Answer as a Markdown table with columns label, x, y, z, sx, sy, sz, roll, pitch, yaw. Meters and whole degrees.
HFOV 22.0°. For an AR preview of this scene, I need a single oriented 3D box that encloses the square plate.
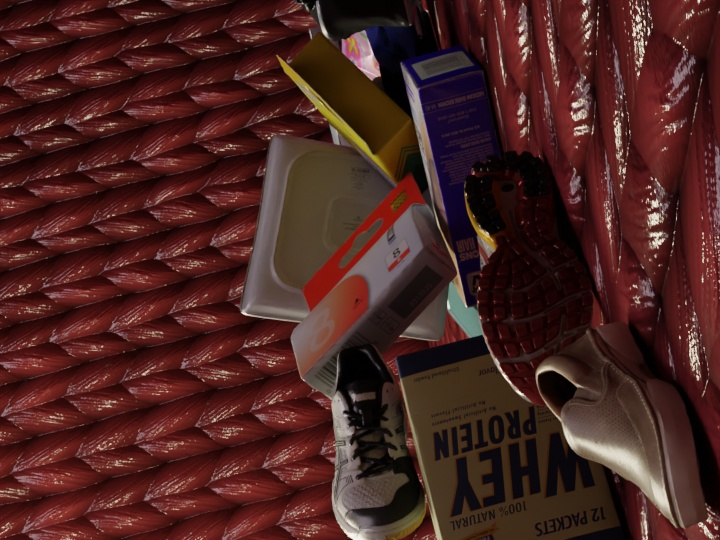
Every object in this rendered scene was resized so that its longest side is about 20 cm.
| label | x | y | z | sx | sy | sz | roll | pitch | yaw |
| --- | --- | --- | --- | --- | --- | --- | --- | --- | --- |
| square plate | -0.006 | -0.038 | 1.799 | 0.029 | 0.197 | 0.200 | 92 | -174 | -65 |

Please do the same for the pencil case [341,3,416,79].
| label | x | y | z | sx | sy | sz | roll | pitch | yaw |
| --- | --- | --- | --- | --- | --- | --- | --- | --- | --- |
| pencil case | 0.022 | -0.252 | 1.837 | 0.201 | 0.086 | 0.088 | 89 | 169 | -52 |

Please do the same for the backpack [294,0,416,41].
| label | x | y | z | sx | sy | sz | roll | pitch | yaw |
| --- | --- | --- | --- | --- | --- | --- | --- | --- | --- |
| backpack | -0.006 | -0.290 | 1.526 | 0.200 | 0.149 | 0.180 | -131 | 29 | -72 |

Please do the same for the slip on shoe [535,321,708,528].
| label | x | y | z | sx | sy | sz | roll | pitch | yaw |
| --- | --- | --- | --- | --- | --- | --- | --- | --- | --- |
| slip on shoe | 0.143 | 0.087 | 1.030 | 0.200 | 0.060 | 0.077 | -106 | 2 | -66 |

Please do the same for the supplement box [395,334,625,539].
| label | x | y | z | sx | sy | sz | roll | pitch | yaw |
| --- | --- | --- | --- | --- | --- | --- | --- | --- | --- |
| supplement box | 0.121 | 0.180 | 1.464 | 0.201 | 0.133 | 0.202 | 76 | 180 | -62 |

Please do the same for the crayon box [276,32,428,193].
| label | x | y | z | sx | sy | sz | roll | pitch | yaw |
| --- | --- | --- | --- | --- | --- | --- | --- | --- | --- |
| crayon box | 0.003 | -0.144 | 1.720 | 0.127 | 0.051 | 0.200 | 45 | -179 | 18 |

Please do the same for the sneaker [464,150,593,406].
| label | x | y | z | sx | sy | sz | roll | pitch | yaw |
| --- | --- | --- | --- | --- | --- | --- | --- | --- | --- |
| sneaker | 0.120 | 0.012 | 1.263 | 0.083 | 0.077 | 0.201 | 71 | -168 | -46 |

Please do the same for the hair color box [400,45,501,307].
| label | x | y | z | sx | sy | sz | roll | pitch | yaw |
| --- | --- | --- | --- | --- | --- | --- | --- | --- | --- |
| hair color box | 0.090 | -0.082 | 1.606 | 0.109 | 0.064 | 0.202 | -110 | 4 | -71 |

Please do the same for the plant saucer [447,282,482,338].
| label | x | y | z | sx | sy | sz | roll | pitch | yaw |
| --- | --- | --- | --- | --- | --- | --- | --- | --- | --- |
| plant saucer | 0.123 | 0.058 | 1.777 | 0.200 | 0.019 | 0.070 | -129 | 21 | -54 |

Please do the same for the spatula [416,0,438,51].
| label | x | y | z | sx | sy | sz | roll | pitch | yaw |
| --- | --- | --- | --- | --- | --- | --- | --- | --- | --- |
| spatula | 0.055 | -0.276 | 1.908 | 0.057 | 0.020 | 0.202 | 94 | 159 | -68 |

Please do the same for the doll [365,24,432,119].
| label | x | y | z | sx | sy | sz | roll | pitch | yaw |
| --- | --- | --- | --- | --- | --- | --- | --- | --- | --- |
| doll | 0.049 | -0.191 | 1.734 | 0.136 | 0.048 | 0.201 | 4 | 127 | 55 |

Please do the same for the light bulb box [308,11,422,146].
| label | x | y | z | sx | sy | sz | roll | pitch | yaw |
| --- | --- | --- | --- | --- | --- | --- | --- | --- | --- |
| light bulb box | 0.026 | -0.175 | 2.097 | 0.200 | 0.123 | 0.201 | 76 | 179 | -83 |

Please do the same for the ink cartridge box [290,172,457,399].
| label | x | y | z | sx | sy | sz | roll | pitch | yaw |
| --- | --- | --- | --- | --- | --- | --- | --- | --- | --- |
| ink cartridge box | 0.000 | 0.000 | 1.643 | 0.050 | 0.162 | 0.201 | 35 | -163 | -28 |

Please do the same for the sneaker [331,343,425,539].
| label | x | y | z | sx | sy | sz | roll | pitch | yaw |
| --- | --- | --- | --- | --- | --- | --- | --- | --- | --- |
| sneaker | 0.004 | 0.135 | 1.488 | 0.201 | 0.075 | 0.088 | -104 | 0 | -59 |
